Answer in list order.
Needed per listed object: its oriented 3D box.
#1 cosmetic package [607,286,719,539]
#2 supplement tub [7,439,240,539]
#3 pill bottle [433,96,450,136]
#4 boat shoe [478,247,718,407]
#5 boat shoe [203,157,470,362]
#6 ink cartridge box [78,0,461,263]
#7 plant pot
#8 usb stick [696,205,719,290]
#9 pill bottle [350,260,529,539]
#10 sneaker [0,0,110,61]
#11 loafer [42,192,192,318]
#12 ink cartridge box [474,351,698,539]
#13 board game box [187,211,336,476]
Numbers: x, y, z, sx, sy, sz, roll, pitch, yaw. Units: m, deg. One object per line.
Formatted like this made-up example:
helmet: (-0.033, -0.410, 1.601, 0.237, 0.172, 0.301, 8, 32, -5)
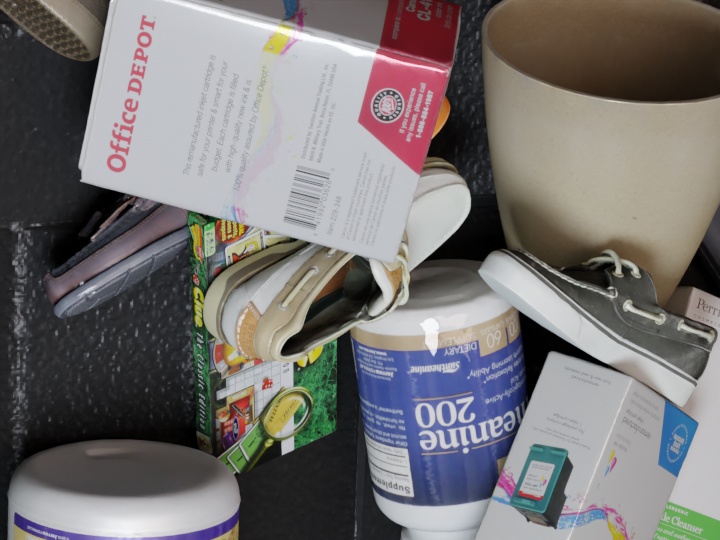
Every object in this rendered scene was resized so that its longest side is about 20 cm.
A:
cosmetic package: (0.220, 0.121, 1.725, 0.107, 0.085, 0.201, 20, 79, -26)
supplement tub: (-0.150, 0.219, 1.566, 0.145, 0.145, 0.201, -4, 104, -27)
pill bottle: (-0.021, -0.160, 1.563, 0.106, 0.106, 0.200, -41, 118, -13)
boat shoe: (0.153, 0.021, 1.588, 0.200, 0.071, 0.064, 30, 92, -41)
boat shoe: (0.000, 0.000, 1.564, 0.200, 0.068, 0.075, -34, 135, -25)
ink cartridge box: (-0.054, -0.106, 1.488, 0.199, 0.086, 0.148, 16, 126, -1)
plant pot: (0.164, -0.062, 1.659, 0.187, 0.187, 0.201, -11, 123, -25)
usb stick: (0.278, -0.004, 1.802, 0.055, 0.033, 0.200, -42, 117, -12)
pill bottle: (0.058, 0.103, 1.658, 0.111, 0.111, 0.201, -16, 109, -24)
sneaker: (-0.213, -0.212, 1.482, 0.200, 0.070, 0.076, 46, 62, -33)
loafer: (-0.122, -0.043, 1.571, 0.200, 0.072, 0.063, -33, 86, -21)
ink cartridge box: (0.134, 0.166, 1.610, 0.116, 0.067, 0.201, 31, 79, -55)
board game box: (-0.060, 0.036, 1.598, 0.105, 0.023, 0.201, -25, 130, -33)
